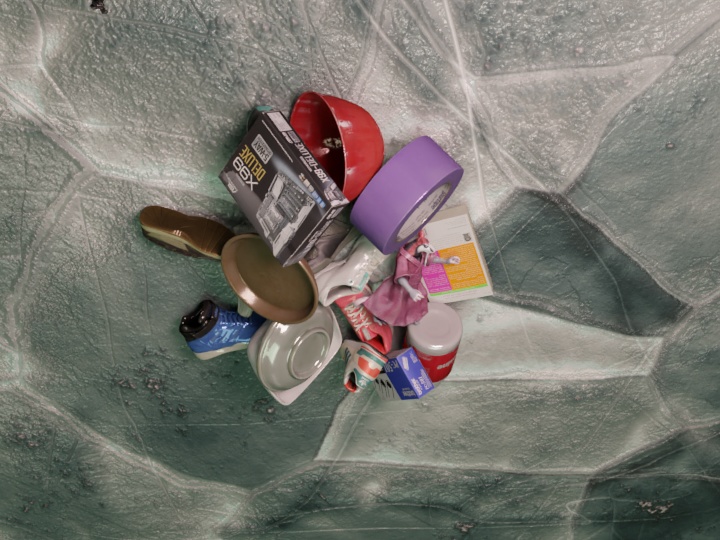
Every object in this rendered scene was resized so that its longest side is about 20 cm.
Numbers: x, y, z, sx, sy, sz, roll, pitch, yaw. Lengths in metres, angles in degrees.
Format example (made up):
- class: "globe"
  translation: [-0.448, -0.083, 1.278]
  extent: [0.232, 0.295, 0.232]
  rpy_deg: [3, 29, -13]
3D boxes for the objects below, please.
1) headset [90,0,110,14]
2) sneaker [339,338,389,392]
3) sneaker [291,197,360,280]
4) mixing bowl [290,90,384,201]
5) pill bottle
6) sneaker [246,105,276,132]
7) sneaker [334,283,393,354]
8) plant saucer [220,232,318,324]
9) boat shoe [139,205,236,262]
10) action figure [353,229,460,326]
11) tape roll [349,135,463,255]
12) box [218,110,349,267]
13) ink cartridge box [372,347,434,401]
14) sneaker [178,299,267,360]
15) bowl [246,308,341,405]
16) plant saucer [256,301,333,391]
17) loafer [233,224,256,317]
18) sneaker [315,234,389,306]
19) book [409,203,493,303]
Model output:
- class: "headset"
  translation: [-0.333, -0.468, 1.296]
  extent: [0.123, 0.094, 0.200]
  rpy_deg: [32, 111, -26]
- class: "sneaker"
  translation: [-0.013, 0.196, 1.815]
  extent: [0.070, 0.200, 0.094]
  rpy_deg: [36, 77, -15]
- class: "sneaker"
  translation: [-0.072, -0.078, 1.609]
  extent: [0.199, 0.076, 0.115]
  rpy_deg: [-45, 119, -15]
- class: "mixing bowl"
  translation: [-0.030, -0.202, 1.495]
  extent: [0.107, 0.201, 0.202]
  rpy_deg: [-12, 136, -29]
- class: "pill bottle"
  translation: [0.141, 0.162, 1.827]
  extent: [0.111, 0.113, 0.201]
  rpy_deg: [1, 145, -4]
- class: "sneaker"
  translation: [-0.159, -0.185, 1.545]
  extent: [0.077, 0.092, 0.202]
  rpy_deg: [-2, 130, -2]
- class: "sneaker"
  translation: [0.009, 0.093, 1.791]
  extent: [0.073, 0.087, 0.200]
  rpy_deg: [-28, 126, 19]
- class: "plant saucer"
  translation: [-0.158, 0.011, 1.585]
  extent: [0.198, 0.030, 0.202]
  rpy_deg: [18, 135, 19]
- class: "boat shoe"
  translation: [-0.312, -0.060, 1.654]
  extent: [0.198, 0.074, 0.065]
  rpy_deg: [23, 145, 3]
- class: "action figure"
  translation: [0.090, 0.005, 1.693]
  extent: [0.148, 0.133, 0.202]
  rpy_deg: [29, 124, 29]
- class: "tape roll"
  translation: [0.079, -0.127, 1.531]
  extent: [0.085, 0.200, 0.200]
  rpy_deg: [45, 123, 11]
- class: "box"
  translation: [-0.129, -0.133, 1.457]
  extent: [0.050, 0.201, 0.158]
  rpy_deg: [-19, 158, -51]
- class: "ink cartridge box"
  translation: [0.073, 0.215, 1.826]
  extent: [0.044, 0.200, 0.095]
  rpy_deg: [-30, 91, -22]
- class: "sneaker"
  translation: [-0.267, 0.101, 1.790]
  extent: [0.198, 0.077, 0.112]
  rpy_deg: [-19, 131, 13]
- class: "bowl"
  translation: [-0.140, 0.146, 1.782]
  extent: [0.200, 0.074, 0.201]
  rpy_deg: [-48, 146, -20]
- class: "plant saucer"
  translation: [-0.111, 0.150, 1.716]
  extent: [0.050, 0.199, 0.202]
  rpy_deg: [28, 135, 33]
- class: "loafer"
  translation: [-0.222, -0.001, 1.716]
  extent: [0.069, 0.070, 0.202]
  rpy_deg: [11, 120, 0]
- class: "sneaker"
  translation: [0.000, 0.000, 1.695]
  extent: [0.199, 0.089, 0.075]
  rpy_deg: [-36, 129, 7]
- class: "book"
  translation: [0.168, -0.025, 1.728]
  extent: [0.132, 0.048, 0.201]
  rpy_deg: [-13, 129, 14]
